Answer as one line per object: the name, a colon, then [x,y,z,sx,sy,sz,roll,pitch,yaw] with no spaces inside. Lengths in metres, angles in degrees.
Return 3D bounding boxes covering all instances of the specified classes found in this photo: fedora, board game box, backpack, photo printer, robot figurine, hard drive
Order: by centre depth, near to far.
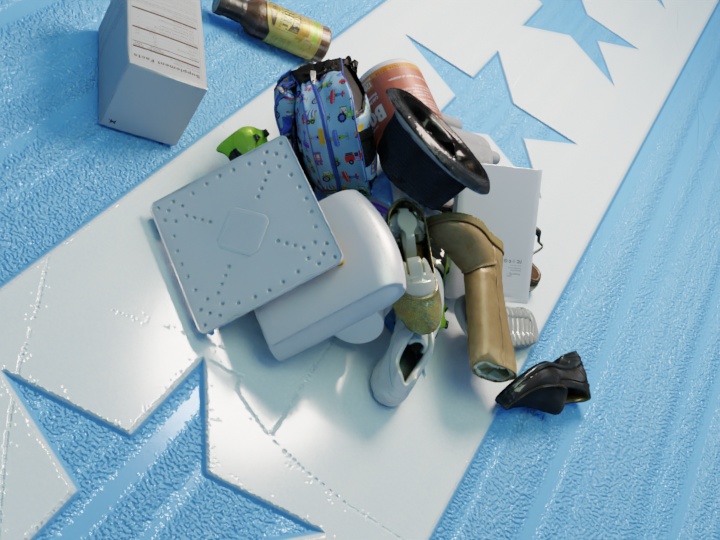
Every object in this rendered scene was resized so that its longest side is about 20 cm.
board game box: [-0.143,-0.044,1.392,0.201,0.198,0.026,63,2,26]
photo printer: [-0.048,0.000,1.405,0.167,0.198,0.070,65,3,28]
fedora: [0.082,-0.152,1.501,0.200,0.092,0.201,40,17,-15]
backpack: [-0.045,-0.186,1.541,0.133,0.184,0.200,-12,25,-2]
hard drive: [0.197,-0.056,1.657,0.130,0.203,0.027,4,5,-16]
robot figurine: [0.131,-0.175,1.771,0.198,0.113,0.171,12,62,-30]

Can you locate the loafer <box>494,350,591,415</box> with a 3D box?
loafer: [0.270,0.172,1.597,0.199,0.073,0.073,-14,68,-44]

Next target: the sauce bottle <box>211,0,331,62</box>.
sauce bottle: [-0.143,-0.398,1.796,0.198,0.065,0.065,17,45,-27]

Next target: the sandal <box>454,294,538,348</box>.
sandal: [0.194,0.086,1.636,0.202,0.050,0.083,16,59,-46]

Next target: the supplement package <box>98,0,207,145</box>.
supplement package: [-0.290,-0.294,1.537,0.116,0.117,0.202,15,46,-28]

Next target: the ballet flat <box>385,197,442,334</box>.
ballet flat: [0.066,-0.012,1.443,0.070,0.071,0.202,16,47,-28]

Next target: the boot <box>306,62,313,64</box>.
boot: [-0.011,-0.244,1.756,0.173,0.069,0.201,20,41,-23]

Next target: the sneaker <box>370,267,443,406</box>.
sneaker: [0.076,0.080,1.463,0.070,0.080,0.202,23,65,-12]

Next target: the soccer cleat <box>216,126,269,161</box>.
soccer cleat: [-0.130,-0.100,1.531,0.067,0.080,0.202,-30,97,-61]

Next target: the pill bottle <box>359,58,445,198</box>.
pill bottle: [0.071,-0.205,1.647,0.111,0.112,0.201,2,54,-38]

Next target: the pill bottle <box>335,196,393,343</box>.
pill bottle: [0.000,0.000,1.509,0.103,0.104,0.201,24,42,-19]

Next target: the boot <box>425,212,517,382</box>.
boot: [0.157,0.036,1.522,0.174,0.066,0.202,24,56,-45]

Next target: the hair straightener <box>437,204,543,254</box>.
hair straightener: [0.191,-0.066,1.690,0.198,0.078,0.041,23,0,-16]

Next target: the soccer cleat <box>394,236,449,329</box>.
soccer cleat: [0.082,0.007,1.589,0.080,0.068,0.202,22,46,-22]

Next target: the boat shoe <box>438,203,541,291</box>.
boat shoe: [0.208,-0.037,1.735,0.201,0.075,0.075,28,40,-16]
